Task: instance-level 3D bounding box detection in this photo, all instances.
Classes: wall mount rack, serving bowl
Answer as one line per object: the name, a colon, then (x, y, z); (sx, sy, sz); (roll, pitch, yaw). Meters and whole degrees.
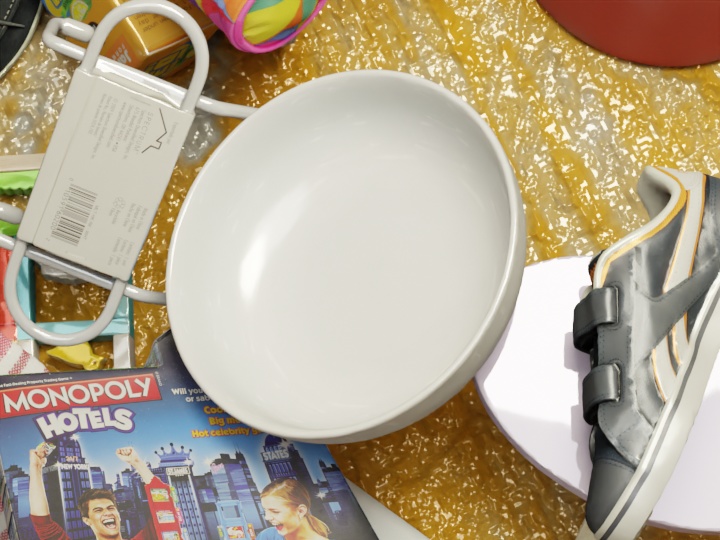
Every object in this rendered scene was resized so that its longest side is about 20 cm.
wall mount rack: (-0.109, -0.049, 1.377); (0.173, 0.075, 0.201); (22, 107, -6)
serving bowl: (0.000, 0.000, 1.318); (0.199, 0.066, 0.201); (-10, 66, 22)

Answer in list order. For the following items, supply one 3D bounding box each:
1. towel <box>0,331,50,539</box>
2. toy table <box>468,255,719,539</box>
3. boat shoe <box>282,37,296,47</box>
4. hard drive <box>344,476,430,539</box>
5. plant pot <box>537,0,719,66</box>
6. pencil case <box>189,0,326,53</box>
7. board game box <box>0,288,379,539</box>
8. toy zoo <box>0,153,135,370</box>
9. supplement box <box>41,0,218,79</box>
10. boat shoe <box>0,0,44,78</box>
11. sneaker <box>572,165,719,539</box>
towel: (-0.182, 0.140, 1.362); (0.200, 0.030, 0.146); (45, 75, -18)
toy table: (0.153, 0.073, 1.358); (0.200, 0.117, 0.184); (35, 81, 8)
boat shoe: (-0.086, -0.218, 1.452); (0.086, 0.075, 0.203); (-9, 75, 0)
hard drive: (0.008, 0.197, 1.357); (0.200, 0.027, 0.132); (35, 55, 9)
plant pot: (0.176, -0.232, 1.391); (0.199, 0.177, 0.201); (0, 78, 2)
pencil case: (-0.093, -0.208, 1.358); (0.088, 0.088, 0.200); (-39, 71, -6)
board game box: (-0.097, 0.106, 1.327); (0.199, 0.062, 0.201); (-2, 55, -24)
toy zoo: (-0.192, 0.034, 1.429); (0.131, 0.020, 0.201); (-3, 78, 2)
supplement box: (-0.162, -0.199, 1.436); (0.069, 0.067, 0.200); (-33, 85, -34)
boat shoe: (-0.240, -0.129, 1.437); (0.074, 0.062, 0.200); (30, 69, 10)
sneaker: (0.139, 0.040, 1.268); (0.079, 0.078, 0.201); (24, 68, 1)
